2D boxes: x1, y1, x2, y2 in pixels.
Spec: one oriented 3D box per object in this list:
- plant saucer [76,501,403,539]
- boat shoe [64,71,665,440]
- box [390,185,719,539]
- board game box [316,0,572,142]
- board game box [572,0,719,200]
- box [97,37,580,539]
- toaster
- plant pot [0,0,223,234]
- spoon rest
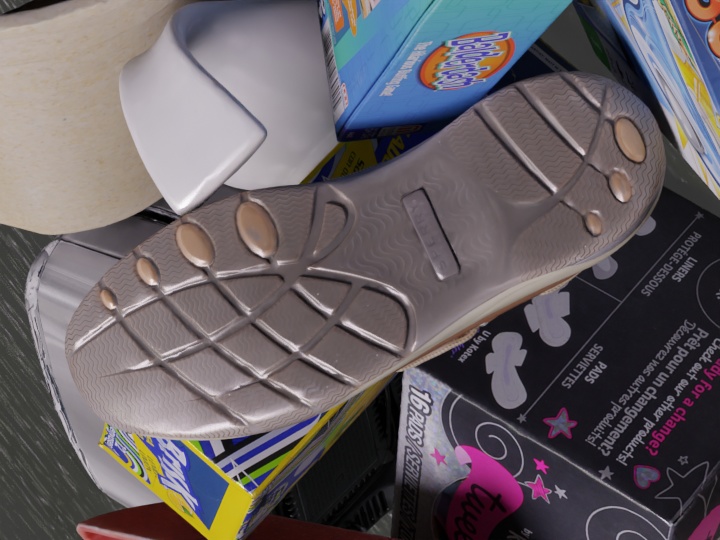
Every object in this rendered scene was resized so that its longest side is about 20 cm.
[{"bbox_3d":[0.015,0.153,0.978,0.200,0.037,0.200,3,139,53],"label":"plant saucer"},{"bbox_3d":[0.005,0.002,0.850,0.072,0.199,0.076,29,-138,-79],"label":"boat shoe"},{"bbox_3d":[0.090,0.084,0.990,0.114,0.132,0.200,29,144,21],"label":"box"},{"bbox_3d":[0.016,-0.133,0.789,0.200,0.045,0.153,136,126,-78],"label":"board game box"},{"bbox_3d":[0.086,-0.095,0.789,0.136,0.034,0.200,63,180,-25],"label":"board game box"},{"bbox_3d":[0.000,0.000,0.931,0.064,0.200,0.070,40,156,7],"label":"box"},{"bbox_3d":[-0.056,0.045,1.129,0.129,0.114,0.201,23,144,35],"label":"toaster"},{"bbox_3d":[-0.120,-0.116,0.975,0.200,0.201,0.184,31,156,19],"label":"plant pot"},{"bbox_3d":[-0.033,-0.063,0.927,0.099,0.200,0.061,-43,85,16],"label":"spoon rest"}]
